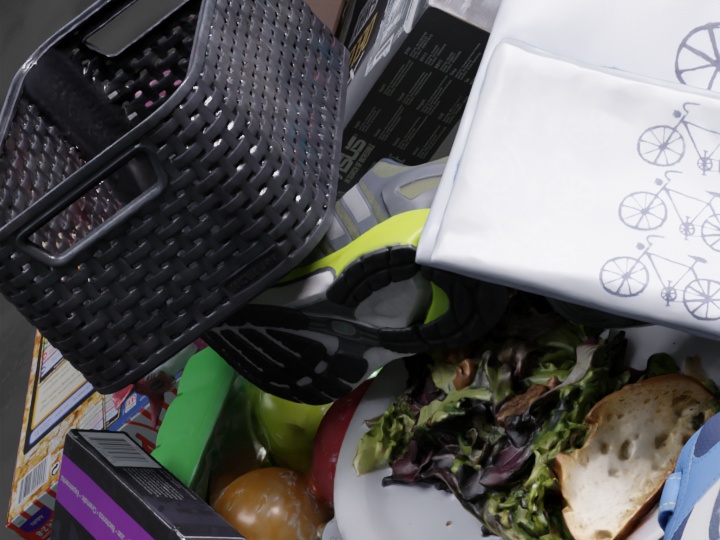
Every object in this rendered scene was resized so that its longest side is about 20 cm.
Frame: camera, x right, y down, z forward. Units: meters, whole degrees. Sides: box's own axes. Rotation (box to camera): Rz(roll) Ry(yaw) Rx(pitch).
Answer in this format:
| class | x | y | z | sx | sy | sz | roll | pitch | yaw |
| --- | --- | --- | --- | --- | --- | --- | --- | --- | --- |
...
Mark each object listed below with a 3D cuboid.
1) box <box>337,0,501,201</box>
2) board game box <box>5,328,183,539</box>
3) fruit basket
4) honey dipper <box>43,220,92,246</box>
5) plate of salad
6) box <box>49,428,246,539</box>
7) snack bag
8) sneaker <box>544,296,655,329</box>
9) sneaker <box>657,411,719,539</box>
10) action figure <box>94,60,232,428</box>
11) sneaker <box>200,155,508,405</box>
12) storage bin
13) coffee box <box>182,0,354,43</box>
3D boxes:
| class | x | y | z | sx | sy | sz | roll | pitch | yaw |
| --- | --- | --- | --- | --- | --- | --- | --- | --- | --- |
| box | 0.036 | -0.128 | 1.395 | 0.200 | 0.050 | 0.158 | 127 | 164 | -55 |
| board game box | -0.123 | 0.043 | 1.529 | 0.151 | 0.046 | 0.200 | -39 | 29 | 29 |
| fruit basket | -0.008 | 0.093 | 1.252 | 0.199 | 0.094 | 0.186 | -5 | 52 | 39 |
| honey dipper | -0.099 | -0.037 | 1.497 | 0.199 | 0.038 | 0.038 | -22 | 30 | 2 |
| plate of salad | 0.072 | 0.052 | 1.133 | 0.200 | 0.048 | 0.200 | -23 | 38 | 19 |
| box | -0.105 | 0.187 | 1.217 | 0.143 | 0.036 | 0.201 | 32 | 114 | 59 |
| snack bag | 0.137 | -0.067 | 1.085 | 0.021 | 0.188 | 0.201 | 82 | -155 | -65 |
| sneaker | 0.148 | -0.047 | 1.146 | 0.200 | 0.075 | 0.085 | -41 | 11 | -14 |
| sneaker | 0.141 | 0.101 | 0.979 | 0.200 | 0.074 | 0.082 | -53 | 22 | -15 |
| action figure | -0.104 | -0.016 | 1.385 | 0.148 | 0.134 | 0.201 | 5 | 56 | 15 |
| sneaker | 0.000 | 0.000 | 1.189 | 0.200 | 0.074 | 0.081 | -17 | 37 | 46 |
| storage bin | -0.086 | -0.055 | 1.225 | 0.135 | 0.094 | 0.200 | -35 | 23 | 20 |
| coffee box | -0.041 | -0.159 | 1.487 | 0.200 | 0.079 | 0.115 | 114 | 173 | -86 |
